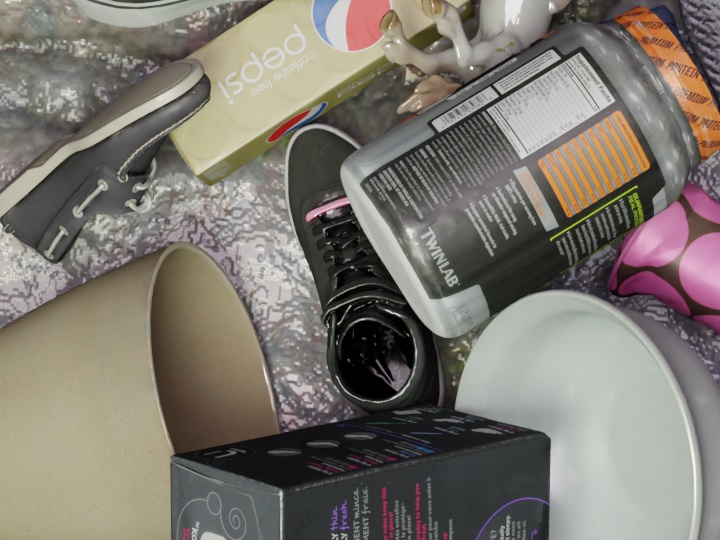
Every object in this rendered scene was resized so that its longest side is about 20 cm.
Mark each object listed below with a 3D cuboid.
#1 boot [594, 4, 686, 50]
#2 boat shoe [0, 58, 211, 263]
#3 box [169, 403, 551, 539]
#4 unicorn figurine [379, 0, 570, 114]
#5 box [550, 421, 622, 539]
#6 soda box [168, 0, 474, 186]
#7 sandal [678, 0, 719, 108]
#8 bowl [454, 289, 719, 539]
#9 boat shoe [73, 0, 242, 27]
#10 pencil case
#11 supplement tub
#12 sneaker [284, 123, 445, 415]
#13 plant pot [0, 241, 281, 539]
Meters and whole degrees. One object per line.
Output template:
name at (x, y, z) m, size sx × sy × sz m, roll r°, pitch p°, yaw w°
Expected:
boot at (0.112, -0.087, 1.709) m, size 0.200 × 0.073 × 0.090 m, roll -20°, pitch 71°, yaw 0°
boat shoe at (-0.145, -0.063, 1.685) m, size 0.200 × 0.073 × 0.063 m, roll -30°, pitch 104°, yaw 41°
box at (0.001, 0.154, 1.582) m, size 0.106 × 0.200 × 0.122 m, roll 11°, pitch 105°, yaw 48°
unicorn figurine at (0.096, -0.170, 1.667) m, size 0.137 × 0.074 × 0.200 m, roll 25°, pitch 97°, yaw -29°
box at (0.207, 0.170, 1.692) m, size 0.200 × 0.036 × 0.143 m, roll 40°, pitch 91°, yaw 7°
soda box at (-0.032, -0.134, 1.719) m, size 0.200 × 0.064 × 0.068 m, roll -32°, pitch 84°, yaw 1°
sandal at (0.240, -0.129, 1.713) m, size 0.076 × 0.043 × 0.200 m, roll -11°, pitch 95°, yaw 11°
bowl at (0.151, 0.106, 1.619) m, size 0.090 × 0.201 × 0.201 m, roll -8°, pitch 83°, yaw -39°
boat shoe at (-0.096, -0.199, 1.700) m, size 0.200 × 0.064 × 0.071 m, roll -6°, pitch 52°, yaw 25°
pencil case at (0.247, 0.027, 1.676) m, size 0.200 × 0.094 × 0.091 m, roll 32°, pitch 44°, yaw 7°
supplement tub at (0.100, -0.060, 1.602) m, size 0.200 × 0.123 × 0.123 m, roll -31°, pitch 84°, yaw -5°
sneaker at (0.000, 0.000, 1.689) m, size 0.071 × 0.099 × 0.200 m, roll -19°, pitch 83°, yaw 5°
plant pot at (-0.174, 0.096, 1.670) m, size 0.200 × 0.187 × 0.187 m, roll -14°, pitch 85°, yaw 18°
